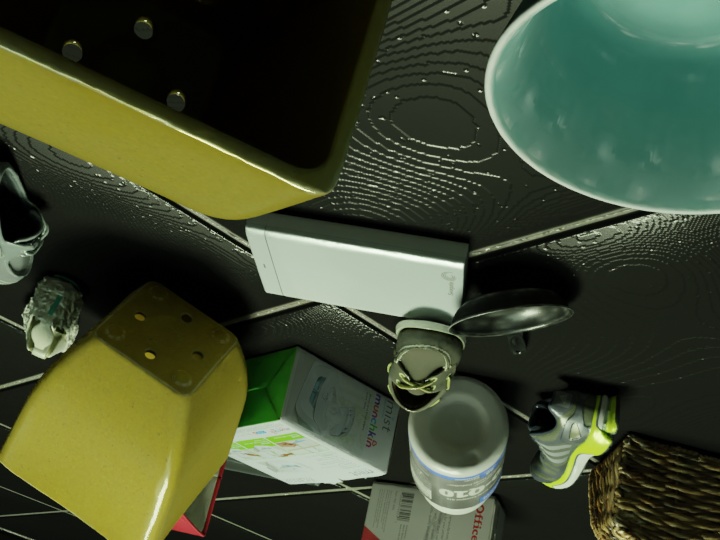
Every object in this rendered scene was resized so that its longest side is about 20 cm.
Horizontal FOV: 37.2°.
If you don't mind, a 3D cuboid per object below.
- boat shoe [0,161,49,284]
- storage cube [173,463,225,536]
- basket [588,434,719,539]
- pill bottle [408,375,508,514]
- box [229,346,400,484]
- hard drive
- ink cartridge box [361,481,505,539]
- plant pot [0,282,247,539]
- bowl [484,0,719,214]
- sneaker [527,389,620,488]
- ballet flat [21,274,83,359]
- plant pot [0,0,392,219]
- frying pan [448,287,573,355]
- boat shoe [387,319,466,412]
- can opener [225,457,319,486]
[{"bbox_3d":[-0.340,-0.041,1.025,0.070,0.071,0.202,14,151,7],"label":"boat shoe"},{"bbox_3d":[-0.285,0.235,1.425,0.177,0.173,0.201,9,154,10],"label":"storage cube"},{"bbox_3d":[0.372,0.300,1.257,0.197,0.145,0.150,14,153,0],"label":"basket"},{"bbox_3d":[0.112,0.211,1.245,0.112,0.115,0.201,9,154,9],"label":"pill bottle"},{"bbox_3d":[-0.083,0.187,1.315,0.175,0.098,0.199,31,149,-32],"label":"box"},{"bbox_3d":[0.000,0.000,0.987,0.197,0.027,0.132,9,154,9],"label":"hard drive"},{"bbox_3d":[0.107,0.407,1.594,0.197,0.149,0.083,3,154,23],"label":"ink cartridge box"},{"bbox_3d":[-0.231,0.134,1.131,0.194,0.194,0.201,32,125,5],"label":"plant pot"},{"bbox_3d":[0.170,-0.126,0.564,0.197,0.106,0.202,11,153,6],"label":"bowl"},{"bbox_3d":[0.222,0.181,1.196,0.080,0.075,0.201,20,146,1],"label":"sneaker"},{"bbox_3d":[-0.369,0.066,1.257,0.071,0.073,0.200,19,154,-10],"label":"ballet flat"},{"bbox_3d":[-0.110,-0.139,0.595,0.192,0.198,0.199,23,159,-19],"label":"plant pot"},{"bbox_3d":[0.154,0.045,0.992,0.114,0.031,0.189,-16,163,30],"label":"frying pan"},{"bbox_3d":[0.063,0.098,1.079,0.071,0.061,0.202,13,163,3],"label":"boat shoe"},{"bbox_3d":[-0.121,0.272,1.569,0.197,0.053,0.067,4,118,16],"label":"can opener"}]
